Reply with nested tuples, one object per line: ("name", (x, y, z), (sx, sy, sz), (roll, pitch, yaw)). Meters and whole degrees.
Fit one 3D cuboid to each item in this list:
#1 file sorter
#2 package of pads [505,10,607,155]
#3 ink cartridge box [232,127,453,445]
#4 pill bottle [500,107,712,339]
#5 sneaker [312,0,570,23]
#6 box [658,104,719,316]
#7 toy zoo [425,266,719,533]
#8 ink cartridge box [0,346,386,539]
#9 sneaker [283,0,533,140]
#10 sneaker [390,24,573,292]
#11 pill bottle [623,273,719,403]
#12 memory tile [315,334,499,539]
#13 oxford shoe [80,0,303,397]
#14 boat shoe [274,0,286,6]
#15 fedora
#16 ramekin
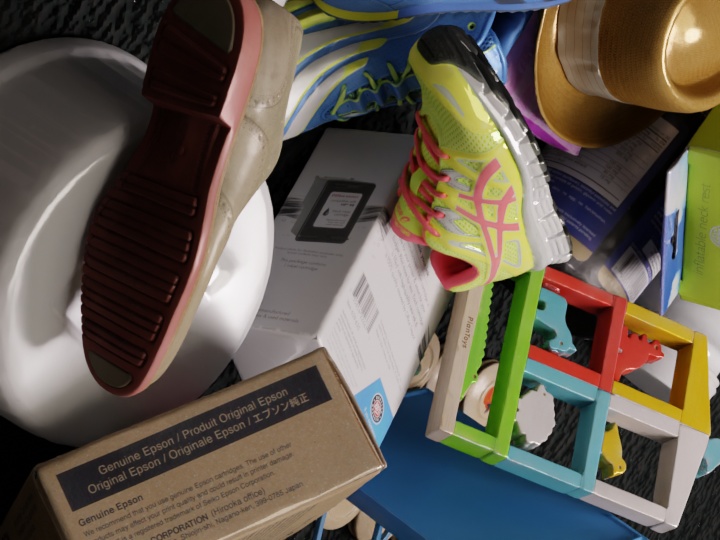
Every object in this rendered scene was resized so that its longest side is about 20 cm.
("file sorter", (0.047, 0.180, 1.176), (0.138, 0.200, 0.123), (-9, 121, -43))
("package of pads", (0.132, -0.183, 1.175), (0.120, 0.076, 0.201), (28, 91, -51))
("ink cartridge box", (0.000, 0.000, 1.118), (0.200, 0.066, 0.116), (-62, 147, -37))
("pill bottle", (0.177, -0.062, 1.264), (0.200, 0.112, 0.112), (-49, 139, -13))
("sneaker", (0.066, -0.180, 1.018), (0.199, 0.066, 0.078), (-10, 163, -8))
("box", (0.249, -0.068, 1.204), (0.200, 0.047, 0.122), (-50, 147, -39))
("toy zoo", (0.141, 0.075, 1.164), (0.199, 0.020, 0.132), (23, 63, -18))
("ink cartridge box", (-0.098, 0.125, 1.007), (0.164, 0.075, 0.200), (-23, 170, -24))
("sneaker", (0.018, -0.124, 1.063), (0.200, 0.105, 0.076), (-41, 139, -23))
("sneaker", (0.054, -0.050, 1.046), (0.090, 0.078, 0.200), (-25, 139, 2))
("pill bottle", (0.267, 0.002, 1.398), (0.200, 0.110, 0.111), (-55, 140, -8))
("memory tile", (0.023, 0.110, 1.275), (0.200, 0.017, 0.154), (27, 91, -51))
("oxford shoe", (-0.072, -0.033, 0.899), (0.075, 0.070, 0.201), (6, 109, -54))
("boat shoe", (-0.050, -0.227, 0.970), (0.068, 0.072, 0.201), (-27, 120, -34))
("fedora", (0.187, -0.149, 1.128), (0.200, 0.082, 0.201), (-30, 135, -36))
("ramekin", (-0.138, -0.008, 0.973), (0.200, 0.098, 0.201), (-24, 128, -35))
